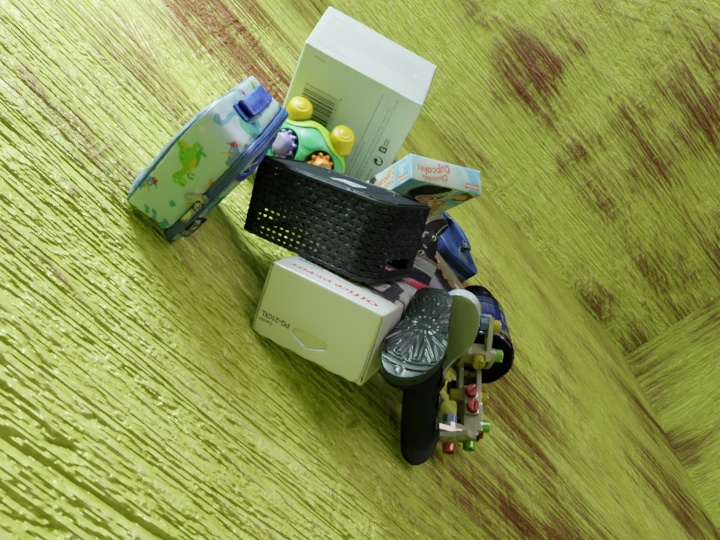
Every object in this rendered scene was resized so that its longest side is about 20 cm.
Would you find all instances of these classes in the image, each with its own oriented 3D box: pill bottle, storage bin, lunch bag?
[{"bbox_3d":[0.225,0.112,1.196,0.112,0.111,0.201,45,22,-17],"label":"pill bottle"},{"bbox_3d":[-0.029,-0.066,0.774,0.197,0.096,0.134,22,14,26],"label":"storage bin"},{"bbox_3d":[-0.160,-0.131,0.694,0.082,0.160,0.201,44,21,-16],"label":"lunch bag"},{"bbox_3d":[0.149,-0.044,1.259,0.135,0.132,0.202,35,26,-37],"label":"lunch bag"}]

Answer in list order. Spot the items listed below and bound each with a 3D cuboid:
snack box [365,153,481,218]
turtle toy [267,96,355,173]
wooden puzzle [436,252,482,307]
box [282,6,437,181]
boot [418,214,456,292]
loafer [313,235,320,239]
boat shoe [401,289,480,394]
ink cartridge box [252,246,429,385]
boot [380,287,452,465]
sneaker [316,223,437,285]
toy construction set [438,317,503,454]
[{"bbox_3d":[0.063,-0.103,0.884,0.114,0.199,0.038,7,76,-28],"label":"snack box"},{"bbox_3d":[-0.109,-0.175,0.940,0.198,0.146,0.102,32,54,-5],"label":"turtle toy"},{"bbox_3d":[0.104,0.024,1.075,0.201,0.046,0.184,50,34,8],"label":"wooden puzzle"},{"bbox_3d":[-0.012,-0.263,1.001,0.197,0.200,0.132,26,46,-6],"label":"box"},{"bbox_3d":[0.114,0.003,1.001,0.154,0.074,0.203,50,41,7],"label":"boot"},{"bbox_3d":[-0.010,-0.066,0.986,0.076,0.068,0.200,49,40,-6],"label":"loafer"},{"bbox_3d":[0.110,0.093,0.825,0.072,0.202,0.068,24,40,14],"label":"boat shoe"},{"bbox_3d":[-0.015,0.043,0.754,0.142,0.086,0.199,24,15,16],"label":"ink cartridge box"},{"bbox_3d":[0.063,0.147,0.732,0.064,0.204,0.165,16,34,17],"label":"boot"},{"bbox_3d":[0.000,0.000,0.887,0.197,0.110,0.070,24,-2,3],"label":"sneaker"},{"bbox_3d":[0.155,0.176,0.902,0.090,0.132,0.203,19,59,5],"label":"toy construction set"}]
